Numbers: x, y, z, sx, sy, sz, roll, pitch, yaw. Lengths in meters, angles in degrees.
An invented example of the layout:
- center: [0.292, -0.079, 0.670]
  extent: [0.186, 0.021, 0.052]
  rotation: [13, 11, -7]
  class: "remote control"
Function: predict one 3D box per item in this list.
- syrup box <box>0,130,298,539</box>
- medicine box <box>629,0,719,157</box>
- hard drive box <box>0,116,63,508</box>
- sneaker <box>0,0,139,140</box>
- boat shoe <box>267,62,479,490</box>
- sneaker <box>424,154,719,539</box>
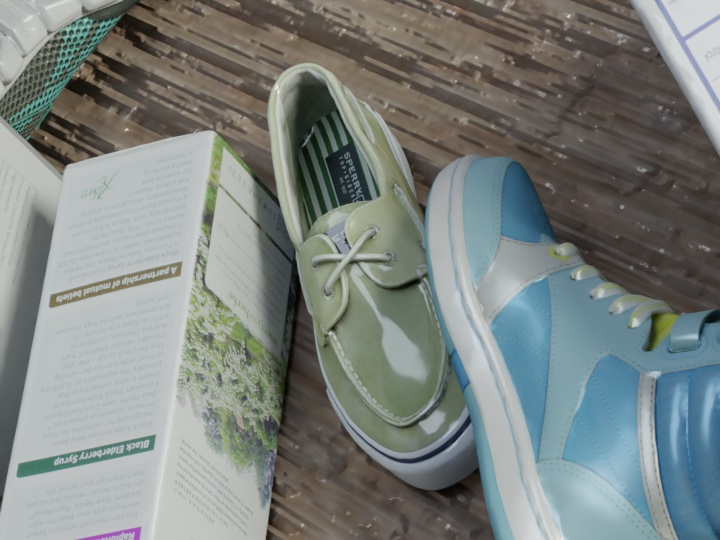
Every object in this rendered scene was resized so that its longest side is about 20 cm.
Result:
- center: [-0.083, 0.052, 1.040]
  extent: [0.081, 0.079, 0.201]
  rotation: [-12, 53, 27]
  class: "syrup box"
- center: [0.204, -0.073, 0.850]
  extent: [0.182, 0.103, 0.201]
  rotation: [-32, 60, 11]
  class: "medicine box"
- center: [-0.199, 0.000, 1.073]
  extent: [0.076, 0.200, 0.157]
  rotation: [-9, 53, 30]
  class: "hard drive box"
- center: [-0.161, -0.109, 1.216]
  extent: [0.077, 0.091, 0.200]
  rotation: [38, 58, 14]
  class: "sneaker"
- center: [0.000, 0.000, 1.031]
  extent: [0.072, 0.062, 0.201]
  rotation: [-32, 47, 11]
  class: "boat shoe"
- center: [0.102, 0.025, 0.935]
  extent: [0.130, 0.079, 0.201]
  rotation: [-26, 57, 19]
  class: "sneaker"
